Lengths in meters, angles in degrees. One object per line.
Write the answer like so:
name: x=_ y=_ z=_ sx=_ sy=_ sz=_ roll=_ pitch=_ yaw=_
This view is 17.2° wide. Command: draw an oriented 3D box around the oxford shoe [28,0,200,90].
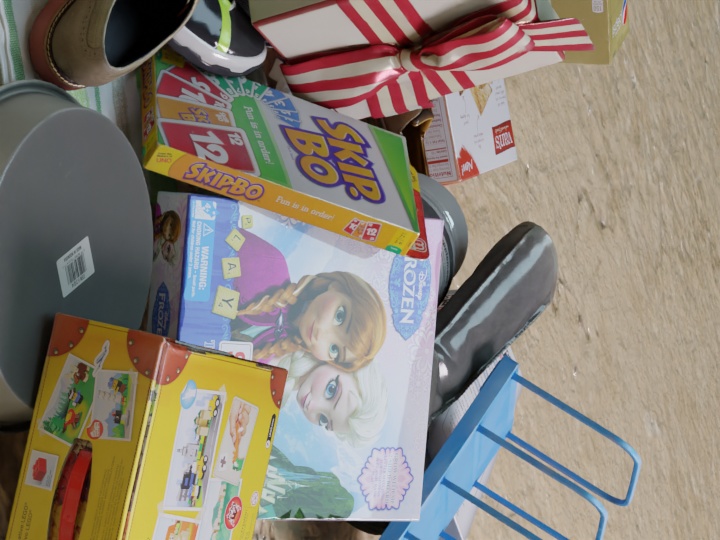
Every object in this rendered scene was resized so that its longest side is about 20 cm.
oxford shoe: x=-0.105 y=-0.177 z=1.385 sx=0.200 sy=0.075 sz=0.071 roll=-54 pitch=125 yaw=-23

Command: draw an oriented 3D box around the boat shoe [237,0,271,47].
boat shoe: x=-0.101 y=-0.202 z=1.562 sx=0.200 sy=0.074 sz=0.093 roll=55 pitch=35 yaw=-35

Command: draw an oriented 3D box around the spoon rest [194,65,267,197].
spoon rest: x=-0.085 y=-0.075 z=1.555 sx=0.099 sy=0.060 sz=0.201 roll=177 pitch=-97 yaw=-78

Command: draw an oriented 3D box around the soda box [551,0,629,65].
soda box: x=0.089 y=-0.192 z=1.707 sx=0.068 sy=0.199 sz=0.064 roll=-56 pitch=145 yaw=-57

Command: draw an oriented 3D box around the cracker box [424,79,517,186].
cracker box: x=0.066 y=-0.174 z=1.933 sx=0.134 sy=0.057 sz=0.201 roll=-25 pitch=106 yaw=-64

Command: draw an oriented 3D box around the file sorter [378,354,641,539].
file sorter: x=0.096 y=0.192 z=1.680 sx=0.200 sy=0.122 sz=0.139 roll=-55 pitch=166 yaw=-18

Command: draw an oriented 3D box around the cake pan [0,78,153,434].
cake pan: x=-0.176 y=-0.006 z=1.335 sx=0.200 sy=0.037 sz=0.201 roll=-21 pitch=114 yaw=-61

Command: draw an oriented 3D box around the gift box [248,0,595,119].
gift box: x=0.038 y=-0.203 z=1.550 sx=0.200 sy=0.184 sz=0.188 roll=36 pitch=43 yaw=-57

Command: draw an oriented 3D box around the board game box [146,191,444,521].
board game box: x=-0.043 y=0.058 z=1.503 sx=0.199 sy=0.041 sz=0.201 roll=4 pitch=91 yaw=-36

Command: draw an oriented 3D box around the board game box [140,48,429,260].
board game box: x=-0.043 y=-0.071 z=1.488 sx=0.199 sy=0.030 sz=0.096 roll=21 pitch=38 yaw=-24

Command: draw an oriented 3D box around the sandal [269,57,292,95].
sandal: x=-0.038 y=-0.128 z=1.711 sx=0.083 sy=0.050 sz=0.203 roll=55 pitch=32 yaw=-17

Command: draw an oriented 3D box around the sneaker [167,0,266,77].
sneaker: x=-0.112 y=-0.199 z=1.453 sx=0.200 sy=0.083 sz=0.072 roll=41 pitch=18 yaw=-33

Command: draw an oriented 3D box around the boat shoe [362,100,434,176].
boat shoe: x=0.025 y=-0.120 z=1.817 sx=0.072 sy=0.067 sz=0.201 roll=3 pitch=80 yaw=-65

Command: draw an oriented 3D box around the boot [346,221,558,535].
boot: x=0.059 y=0.077 z=1.707 sx=0.200 sy=0.072 sz=0.182 roll=-52 pitch=170 yaw=-40

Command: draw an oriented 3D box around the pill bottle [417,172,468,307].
pill bottle: x=0.000 y=0.000 z=1.674 sx=0.200 sy=0.113 sz=0.114 roll=-39 pitch=118 yaw=-62

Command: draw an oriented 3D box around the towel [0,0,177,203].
towel: x=-0.174 y=-0.106 z=1.436 sx=0.200 sy=0.031 sz=0.150 roll=-12 pitch=97 yaw=-68

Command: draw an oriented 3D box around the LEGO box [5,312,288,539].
LEGO box: x=-0.125 y=0.137 z=1.344 sx=0.149 sy=0.077 sz=0.201 roll=19 pitch=82 yaw=-63

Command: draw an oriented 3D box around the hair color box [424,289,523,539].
hair color box: x=0.065 y=0.111 z=1.851 sx=0.200 sy=0.060 sz=0.099 roll=-63 pitch=139 yaw=-50
